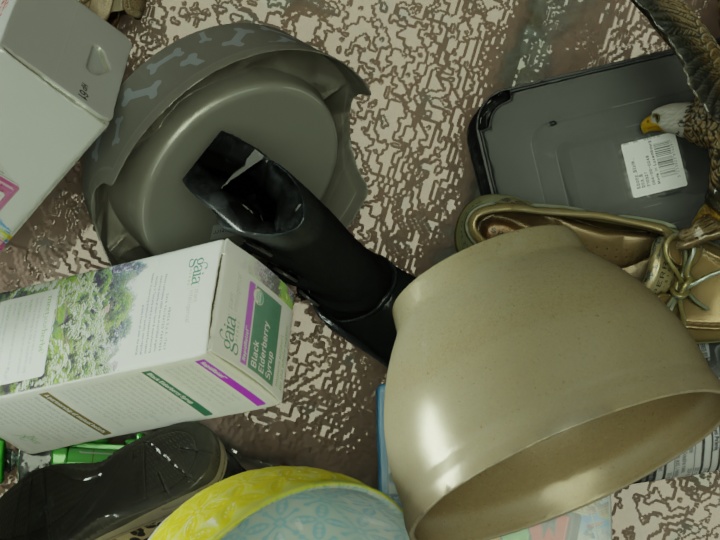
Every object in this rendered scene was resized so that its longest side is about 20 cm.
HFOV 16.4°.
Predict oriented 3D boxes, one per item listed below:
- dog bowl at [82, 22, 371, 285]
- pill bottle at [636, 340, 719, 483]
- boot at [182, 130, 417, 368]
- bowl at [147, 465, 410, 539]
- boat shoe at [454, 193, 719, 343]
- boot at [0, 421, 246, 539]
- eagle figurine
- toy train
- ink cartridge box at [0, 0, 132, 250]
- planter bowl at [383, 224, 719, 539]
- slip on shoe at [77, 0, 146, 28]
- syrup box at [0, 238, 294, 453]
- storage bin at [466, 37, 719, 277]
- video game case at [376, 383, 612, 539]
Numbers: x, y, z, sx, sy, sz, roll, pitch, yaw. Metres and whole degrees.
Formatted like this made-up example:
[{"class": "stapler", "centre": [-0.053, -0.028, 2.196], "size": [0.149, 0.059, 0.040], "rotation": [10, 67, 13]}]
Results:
[{"class": "dog bowl", "centre": [-0.085, -0.067, 1.577], "size": [0.200, 0.200, 0.059], "rotation": [-40, 50, -2]}, {"class": "pill bottle", "centre": [0.200, 0.080, 1.613], "size": [0.200, 0.106, 0.106], "rotation": [-9, 89, -2]}, {"class": "boot", "centre": [-0.001, 0.000, 1.536], "size": [0.165, 0.200, 0.066], "rotation": [20, 72, 33]}, {"class": "bowl", "centre": [-0.071, 0.193, 1.472], "size": [0.200, 0.108, 0.200], "rotation": [-19, 123, -33]}, {"class": "boat shoe", "centre": [0.156, 0.001, 1.542], "size": [0.200, 0.063, 0.073], "rotation": [12, 88, -2]}, {"class": "boot", "centre": [-0.130, 0.172, 1.592], "size": [0.200, 0.151, 0.073], "rotation": [-26, 48, 26]}, {"class": "eagle figurine", "centre": [0.222, -0.115, 1.516], "size": [0.151, 0.152, 0.200], "rotation": [-5, 90, 17]}, {"class": "toy train", "centre": [-0.195, 0.125, 1.625], "size": [0.200, 0.056, 0.042], "rotation": [2, 88, -1]}, {"class": "ink cartridge box", "centre": [-0.238, -0.073, 1.548], "size": [0.085, 0.145, 0.200], "rotation": [38, 110, -17]}, {"class": "planter bowl", "centre": [0.096, 0.059, 1.453], "size": [0.200, 0.200, 0.135], "rotation": [-23, 70, -2]}, {"class": "slip on shoe", "centre": [-0.163, -0.185, 1.624], "size": [0.061, 0.076, 0.200], "rotation": [35, 91, 5]}, {"class": "syrup box", "centre": [-0.144, 0.049, 1.536], "size": [0.200, 0.081, 0.079], "rotation": [-12, 57, 30]}, {"class": "storage bin", "centre": [0.179, -0.065, 1.623], "size": [0.200, 0.094, 0.135], "rotation": [-13, 89, -1]}, {"class": "video game case", "centre": [0.083, 0.168, 1.537], "size": [0.143, 0.018, 0.200], "rotation": [-1, 84, -4]}]
